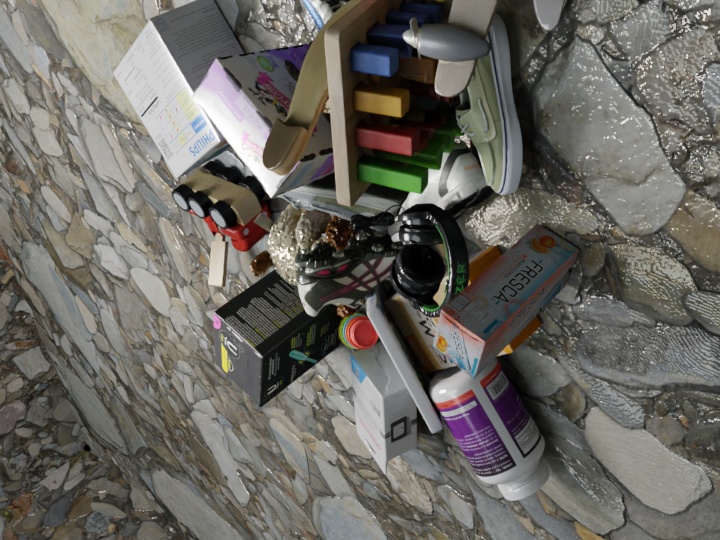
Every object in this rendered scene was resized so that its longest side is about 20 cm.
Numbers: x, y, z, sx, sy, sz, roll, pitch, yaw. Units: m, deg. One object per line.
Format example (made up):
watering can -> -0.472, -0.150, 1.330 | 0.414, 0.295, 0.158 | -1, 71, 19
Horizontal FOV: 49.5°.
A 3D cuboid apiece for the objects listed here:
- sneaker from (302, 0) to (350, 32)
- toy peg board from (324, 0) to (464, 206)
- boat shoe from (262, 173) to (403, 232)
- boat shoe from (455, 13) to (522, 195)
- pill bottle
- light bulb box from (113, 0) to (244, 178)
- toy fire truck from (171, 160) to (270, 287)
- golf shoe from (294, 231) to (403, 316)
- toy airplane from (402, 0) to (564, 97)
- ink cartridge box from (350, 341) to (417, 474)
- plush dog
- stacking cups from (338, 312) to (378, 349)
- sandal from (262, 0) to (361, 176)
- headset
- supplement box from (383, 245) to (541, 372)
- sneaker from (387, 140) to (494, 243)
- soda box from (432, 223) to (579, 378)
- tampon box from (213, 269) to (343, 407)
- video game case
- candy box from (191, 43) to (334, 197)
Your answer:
sneaker -> -0.039, -0.319, 0.964 | 0.202, 0.078, 0.089 | 63, 163, 13
toy peg board -> 0.053, -0.199, 0.871 | 0.096, 0.201, 0.201 | 13, 131, 21
boat shoe -> -0.042, -0.099, 1.076 | 0.075, 0.199, 0.065 | -107, 31, -55
boat shoe -> 0.135, -0.179, 0.867 | 0.072, 0.061, 0.203 | -120, 16, -68
pill bottle -> 0.188, 0.222, 1.119 | 0.112, 0.112, 0.202 | -23, 100, 56
light bulb box -> -0.266, -0.285, 1.242 | 0.197, 0.124, 0.202 | -19, 104, 55
toy fire truck -> -0.242, -0.069, 1.419 | 0.175, 0.129, 0.202 | 23, 147, 38
golf shoe -> 0.000, 0.000, 1.087 | 0.077, 0.197, 0.089 | 36, 132, 55
toy airplane -> 0.108, -0.297, 0.739 | 0.198, 0.140, 0.202 | -31, 75, 33
ink cartridge box -> 0.041, 0.236, 1.332 | 0.116, 0.066, 0.202 | 49, 152, 44
plush dog -> -0.061, -0.018, 1.179 | 0.171, 0.160, 0.202 | 25, 135, 42
stacking cups -> -0.005, 0.095, 1.219 | 0.061, 0.060, 0.200 | 53, 176, 2
sandal -> -0.034, -0.199, 0.897 | 0.069, 0.214, 0.077 | 24, -172, -41
headset -> 0.060, -0.025, 0.945 | 0.200, 0.093, 0.125 | -128, 39, -54
supplement box -> 0.135, 0.059, 1.080 | 0.127, 0.073, 0.199 | 58, 147, -3
sneaker -> 0.095, -0.098, 1.014 | 0.200, 0.073, 0.081 | -36, 75, 52
soda box -> 0.169, 0.031, 0.898 | 0.063, 0.199, 0.069 | 36, 144, 24
tampon box -> -0.140, 0.102, 1.350 | 0.126, 0.199, 0.151 | 37, 143, 24
video game case -> 0.064, 0.123, 1.175 | 0.202, 0.022, 0.182 | 62, -174, -9
candy box -> -0.091, -0.201, 1.018 | 0.168, 0.199, 0.072 | 51, 126, 5
